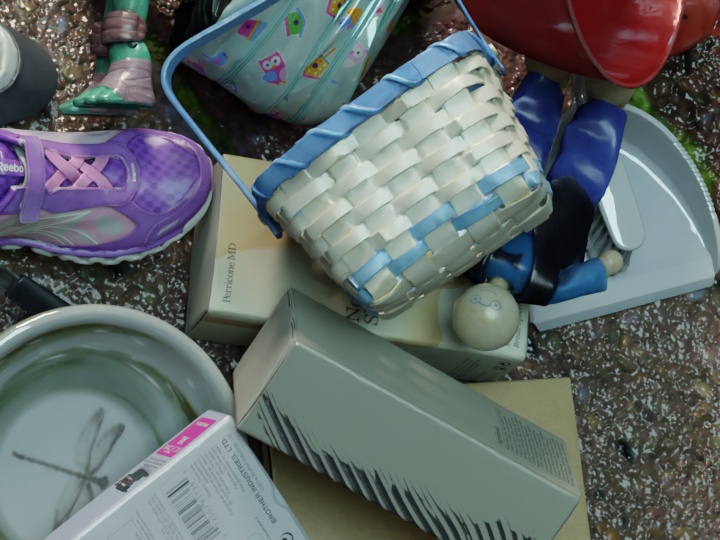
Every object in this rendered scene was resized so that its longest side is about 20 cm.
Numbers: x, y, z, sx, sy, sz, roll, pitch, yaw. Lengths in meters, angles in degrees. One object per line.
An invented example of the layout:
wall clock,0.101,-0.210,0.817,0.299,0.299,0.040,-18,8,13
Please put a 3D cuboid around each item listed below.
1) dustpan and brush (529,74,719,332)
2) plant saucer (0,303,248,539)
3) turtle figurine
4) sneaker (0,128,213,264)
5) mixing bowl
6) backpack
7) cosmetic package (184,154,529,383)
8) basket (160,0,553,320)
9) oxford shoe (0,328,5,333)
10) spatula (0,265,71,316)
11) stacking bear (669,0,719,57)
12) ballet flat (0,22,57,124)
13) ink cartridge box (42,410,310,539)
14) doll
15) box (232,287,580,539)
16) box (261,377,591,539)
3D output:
dustpan and brush,0.146,-0.077,1.827,0.139,0.057,0.201,-14,81,-19
plant saucer,-0.163,0.118,1.680,0.199,0.050,0.201,-2,93,-26
turtle figurine,-0.149,-0.194,1.723,0.100,0.150,0.201,-1,88,3
sneaker,-0.184,-0.050,1.696,0.199,0.088,0.081,-3,75,-5
mixing bowl,0.111,-0.205,1.725,0.108,0.200,0.201,-1,71,29
backpack,-0.028,-0.191,1.760,0.126,0.167,0.200,30,78,-6
cosmetic package,0.000,0.000,1.761,0.199,0.071,0.106,8,74,-14
basket,0.003,-0.082,1.662,0.176,0.139,0.200,-32,83,3
oxford shoe,-0.288,0.085,1.662,0.084,0.073,0.200,44,57,0
spatula,-0.212,0.003,1.684,0.057,0.021,0.200,-43,128,17
stacking bear,0.164,-0.229,1.848,0.121,0.114,0.200,-24,96,9
ballet flat,-0.260,-0.127,1.698,0.199,0.073,0.073,8,74,-28
ink cartridge box,-0.125,0.186,1.653,0.200,0.042,0.120,-39,109,-22
doll,0.096,-0.037,1.732,0.136,0.049,0.200,19,61,3
box,0.026,0.096,1.693,0.200,0.082,0.068,30,107,-14
box,0.043,0.150,1.761,0.199,0.021,0.164,-3,78,-16
